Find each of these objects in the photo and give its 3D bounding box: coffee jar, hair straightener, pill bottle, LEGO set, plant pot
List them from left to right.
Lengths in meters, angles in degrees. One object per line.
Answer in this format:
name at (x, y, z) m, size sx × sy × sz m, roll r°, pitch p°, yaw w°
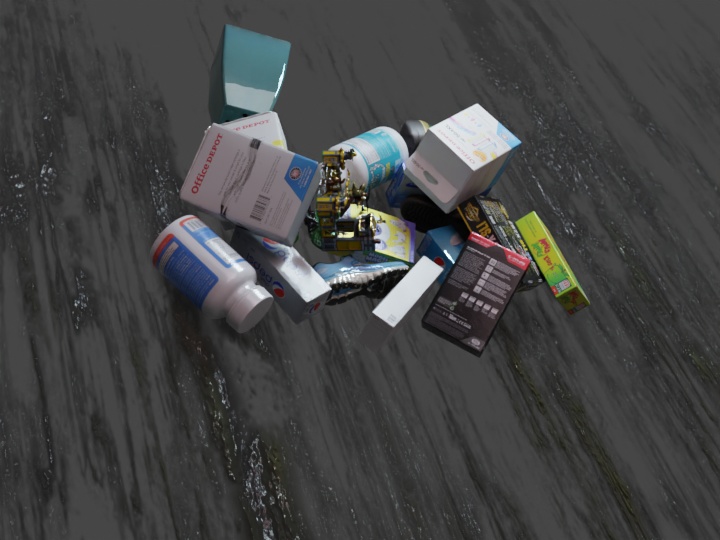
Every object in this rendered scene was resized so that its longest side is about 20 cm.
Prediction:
pill bottle at (-0.244, 0.010, 1.509) m, size 0.200 × 0.112 × 0.112 m, roll 42°, pitch 45°, yaw 13°
plant pot at (-0.232, -0.365, 1.847) m, size 0.141 × 0.141 × 0.200 m, roll 12°, pitch 51°, yaw -16°
hair straightener at (-0.095, -0.119, 1.722) m, size 0.041 × 0.077 × 0.200 m, roll -20°, pitch 33°, yaw -1°
LEGO set at (-0.012, -0.127, 1.655) m, size 0.116 × 0.154 × 0.200 m, roll 0°, pitch 37°, yaw 4°
pill bottle at (-0.002, -0.213, 1.838) m, size 0.111 × 0.111 × 0.200 m, roll 45°, pitch 46°, yaw 16°
coffee jar at (0.173, -0.266, 1.980) m, size 0.200 × 0.104 × 0.085 m, roll 3°, pitch 46°, yaw -23°

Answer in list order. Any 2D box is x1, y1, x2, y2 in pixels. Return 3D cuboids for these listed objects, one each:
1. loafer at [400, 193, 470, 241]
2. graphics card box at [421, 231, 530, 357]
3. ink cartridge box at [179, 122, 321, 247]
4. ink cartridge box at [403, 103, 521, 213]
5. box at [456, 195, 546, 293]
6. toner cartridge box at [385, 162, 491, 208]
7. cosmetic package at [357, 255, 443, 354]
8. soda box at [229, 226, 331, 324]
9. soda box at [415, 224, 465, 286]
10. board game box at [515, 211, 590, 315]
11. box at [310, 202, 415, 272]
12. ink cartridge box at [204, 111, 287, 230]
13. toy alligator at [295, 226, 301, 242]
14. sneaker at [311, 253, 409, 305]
loafer at (0.168, -0.112, 1.866) m, size 0.200 × 0.073 × 0.071 m, roll 20°, pitch 40°, yaw -24°
graphics card box at (0.211, 0.044, 1.669) m, size 0.125 × 0.051 × 0.200 m, roll 27°, pitch 75°, yaw 12°
ink cartridge box at (-0.186, -0.145, 1.558) m, size 0.200 × 0.084 × 0.145 m, roll 22°, pitch 82°, yaw 6°
ink cartridge box at (0.194, -0.218, 1.795) m, size 0.129 × 0.125 × 0.200 m, roll 44°, pitch 46°, yaw 14°
box at (0.280, -0.052, 1.796) m, size 0.200 × 0.049 × 0.160 m, roll 62°, pitch 22°, yaw 11°
toner cartridge box at (0.162, -0.166, 1.889) m, size 0.200 × 0.095 × 0.043 m, roll 5°, pitch 49°, yaw -22°
cosmetic package at (0.073, 0.059, 1.645) m, size 0.051 × 0.083 × 0.200 m, roll 35°, pitch 43°, yaw 10°
soda box at (-0.144, -0.004, 1.603) m, size 0.063 × 0.068 × 0.200 m, roll -28°, pitch 66°, yaw -39°
soda box at (0.197, 0.007, 1.768) m, size 0.068 × 0.064 × 0.200 m, roll -16°, pitch 59°, yaw -36°
board game box at (0.392, -0.015, 1.861) m, size 0.102 × 0.048 × 0.200 m, roll 38°, pitch 24°, yaw -52°
box at (0.006, -0.069, 1.756) m, size 0.200 × 0.048 × 0.117 m, roll 15°, pitch 45°, yaw -11°
ink cartridge box at (-0.203, -0.187, 1.693) m, size 0.145 × 0.083 × 0.200 m, roll -14°, pitch 52°, yaw 2°
toy alligator at (-0.145, -0.111, 1.718) m, size 0.054 × 0.059 × 0.200 m, roll 47°, pitch 21°, yaw -48°
sneaker at (0.000, 0.000, 1.667) m, size 0.200 × 0.078 × 0.090 m, roll -6°, pitch 49°, yaw -32°
